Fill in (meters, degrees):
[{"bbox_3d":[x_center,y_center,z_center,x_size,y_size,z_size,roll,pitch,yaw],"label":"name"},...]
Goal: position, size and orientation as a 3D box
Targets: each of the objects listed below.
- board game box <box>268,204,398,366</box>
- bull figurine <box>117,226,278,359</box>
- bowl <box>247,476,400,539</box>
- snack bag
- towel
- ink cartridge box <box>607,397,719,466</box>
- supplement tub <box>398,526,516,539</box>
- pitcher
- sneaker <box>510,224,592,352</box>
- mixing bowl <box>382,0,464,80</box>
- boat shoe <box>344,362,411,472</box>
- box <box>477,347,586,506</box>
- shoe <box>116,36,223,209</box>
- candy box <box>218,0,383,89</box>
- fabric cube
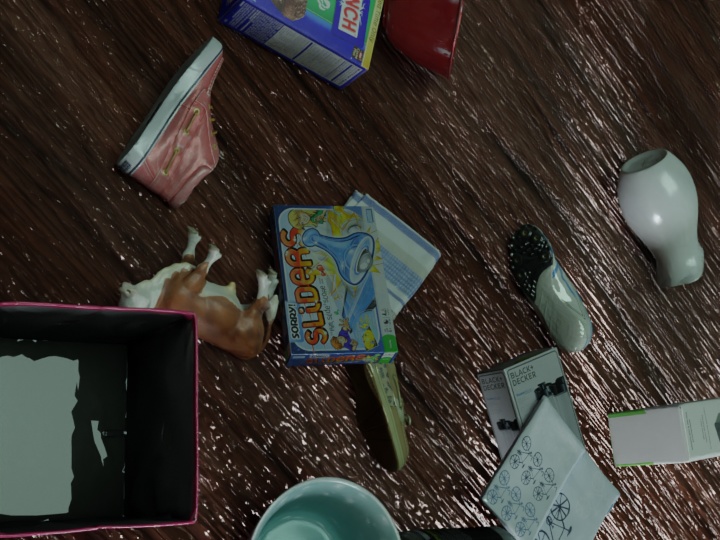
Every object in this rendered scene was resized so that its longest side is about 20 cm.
[{"bbox_3d":[-0.036,0.015,1.187,0.132,0.035,0.204,-1,62,-18],"label":"board game box"},{"bbox_3d":[-0.179,0.030,1.111,0.198,0.065,0.123,28,96,-35],"label":"bull figurine"},{"bbox_3d":[-0.057,0.339,1.105,0.197,0.105,0.206,6,76,-26],"label":"bowl"},{"bbox_3d":[0.261,0.305,1.317,0.201,0.021,0.189,51,56,-15],"label":"snack bag"},{"bbox_3d":[0.000,0.000,1.243,0.146,0.024,0.201,36,56,6],"label":"towel"},{"bbox_3d":[0.501,0.244,1.494,0.197,0.145,0.086,0,78,-35],"label":"ink cartridge box"},{"bbox_3d":[0.101,0.381,1.200,0.197,0.122,0.125,7,75,-33],"label":"supplement tub"},{"bbox_3d":[0.502,-0.101,1.605,0.203,0.119,0.172,63,33,-19],"label":"pitcher"},{"bbox_3d":[0.281,0.026,1.449,0.203,0.071,0.072,64,20,2],"label":"sneaker"},{"bbox_3d":[0.090,-0.372,1.345,0.106,0.201,0.204,10,70,4],"label":"mixing bowl"},{"bbox_3d":[0.029,0.150,1.233,0.062,0.073,0.204,-13,86,-33],"label":"boat shoe"},{"bbox_3d":[0.247,0.222,1.376,0.115,0.060,0.204,-14,87,-36],"label":"box"},{"bbox_3d":[-0.199,-0.174,1.155,0.091,0.071,0.202,39,66,-23],"label":"shoe"},{"bbox_3d":[-0.069,-0.363,1.280,0.197,0.076,0.173,24,66,-30],"label":"candy box"},{"bbox_3d":[-0.283,0.146,0.942,0.197,0.198,0.201,6,77,-33],"label":"fabric cube"}]
